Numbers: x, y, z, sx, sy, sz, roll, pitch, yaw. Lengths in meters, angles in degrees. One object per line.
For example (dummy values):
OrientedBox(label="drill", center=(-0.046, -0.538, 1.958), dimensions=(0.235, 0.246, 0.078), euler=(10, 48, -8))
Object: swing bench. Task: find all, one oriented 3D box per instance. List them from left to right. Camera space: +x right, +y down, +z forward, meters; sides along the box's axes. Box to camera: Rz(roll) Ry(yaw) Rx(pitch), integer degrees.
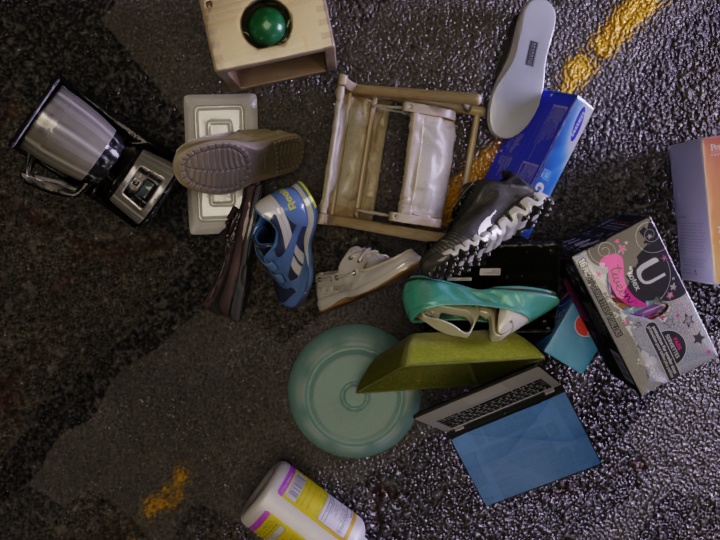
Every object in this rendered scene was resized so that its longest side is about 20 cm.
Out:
OrientedBox(label="swing bench", center=(0.056, -0.147, 1.061), dimensions=(0.199, 0.130, 0.200), euler=(11, 94, 12))

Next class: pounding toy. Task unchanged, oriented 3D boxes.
OrientedBox(label="pounding toy", center=(-0.108, -0.337, 1.011), dimensions=(0.183, 0.200, 0.143), euler=(-12, 94, 0))

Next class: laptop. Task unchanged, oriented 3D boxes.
OrientedBox(label="laptop", center=(0.170, 0.038, 1.060), dimensions=(0.176, 0.103, 0.201), euler=(-1, 112, -2))
OrientedBox(label="laptop", center=(0.207, 0.235, 1.075), dimensions=(0.186, 0.200, 0.117), euler=(-27, 61, 18))

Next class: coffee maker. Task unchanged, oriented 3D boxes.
OrientedBox(label="coffee maker", center=(-0.347, -0.166, 1.049), dimensions=(0.200, 0.193, 0.135), euler=(36, 114, -23))

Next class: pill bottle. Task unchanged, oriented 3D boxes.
OrientedBox(label="pill bottle", center=(-0.065, 0.371, 1.106), dimensions=(0.200, 0.104, 0.104), euler=(38, 93, -3))

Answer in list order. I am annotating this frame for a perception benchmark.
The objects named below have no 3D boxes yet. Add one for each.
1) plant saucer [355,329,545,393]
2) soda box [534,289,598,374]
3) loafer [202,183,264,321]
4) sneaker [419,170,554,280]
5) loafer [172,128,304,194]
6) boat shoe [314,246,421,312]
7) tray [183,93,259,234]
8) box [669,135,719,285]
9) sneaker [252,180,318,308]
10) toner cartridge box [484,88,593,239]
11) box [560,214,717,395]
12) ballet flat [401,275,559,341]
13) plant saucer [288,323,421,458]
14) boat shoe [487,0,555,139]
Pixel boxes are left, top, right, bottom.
OrientedBox(label="plant saucer", center=(0.111, 0.120, 1.035), dimensions=(0.199, 0.200, 0.048), euler=(-1, 72, -19))
OrientedBox(label="soda box", center=(0.334, 0.042, 1.110), dimensions=(0.068, 0.064, 0.201), euler=(30, 92, -3))
OrientedBox(label="loafer", center=(-0.180, -0.027, 1.085), dimensions=(0.063, 0.072, 0.201), euler=(12, 106, 1))
OrientedBox(label="sneaker", center=(0.140, -0.061, 0.955), dimensions=(0.199, 0.067, 0.091), euler=(-31, 67, -21))
OrientedBox(label="loafer", center=(-0.171, -0.152, 1.052), dimensions=(0.199, 0.068, 0.076), euler=(-14, 118, -39))
OrientedBox(label="boat shoe", center=(0.000, 0.000, 1.057), dimensions=(0.199, 0.071, 0.070), euler=(-24, 84, 43))
OrientedBox(label="tray", center=(-0.199, -0.153, 1.111), dimensions=(0.107, 0.022, 0.202), euler=(-2, 94, -2))
OrientedBox(label="box", center=(0.535, -0.091, 1.083), dimensions=(0.151, 0.106, 0.202), euler=(-8, 94, 0))
OrientedBox(label="sneaker", center=(-0.111, -0.028, 1.056), dimensions=(0.082, 0.074, 0.201), euler=(-21, 135, -29))
OrientedBox(label="toner cartridge box", center=(0.235, -0.151, 1.078), dimensions=(0.043, 0.095, 0.201), euler=(24, 94, -37))
OrientedBox(label="box", center=(0.353, 0.038, 1.012), dimensions=(0.114, 0.132, 0.201), euler=(-29, 94, 3))
OrientedBox(label="ballet flat", center=(0.149, 0.054, 0.968), dimensions=(0.198, 0.067, 0.071), euler=(6, 66, -1))
OrientedBox(label="plant saucer", center=(-0.008, 0.180, 1.129), dimensions=(0.198, 0.036, 0.202), euler=(0, 94, 0))
OrientedBox(label="boat shoe", center=(0.217, -0.280, 1.087), dimensions=(0.069, 0.066, 0.201), euler=(13, 89, -13))
